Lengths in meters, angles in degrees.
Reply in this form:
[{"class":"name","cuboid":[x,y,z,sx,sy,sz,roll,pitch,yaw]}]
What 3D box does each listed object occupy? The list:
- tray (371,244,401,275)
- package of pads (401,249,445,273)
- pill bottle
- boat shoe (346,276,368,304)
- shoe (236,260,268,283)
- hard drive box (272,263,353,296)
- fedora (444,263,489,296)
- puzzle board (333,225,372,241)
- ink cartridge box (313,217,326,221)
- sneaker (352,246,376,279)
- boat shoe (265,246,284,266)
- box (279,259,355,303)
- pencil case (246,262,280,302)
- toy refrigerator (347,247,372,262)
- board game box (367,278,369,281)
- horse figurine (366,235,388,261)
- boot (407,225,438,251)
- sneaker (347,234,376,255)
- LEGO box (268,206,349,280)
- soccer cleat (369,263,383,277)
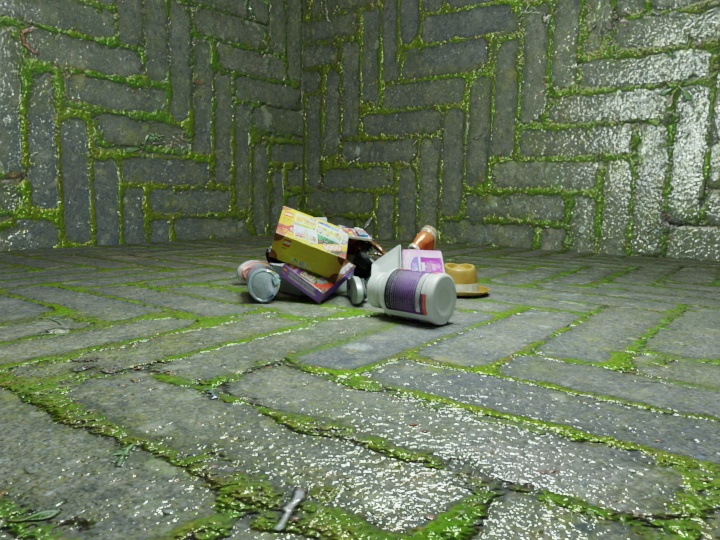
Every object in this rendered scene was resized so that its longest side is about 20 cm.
[{"class":"tray","cuboid":[0.075,0.012,1.706,0.106,0.022,0.202,-33,25,21]},{"class":"package of pads","cuboid":[0.167,0.018,1.645,0.116,0.078,0.202,1,29,2]},{"class":"pill bottle","cuboid":[0.112,0.055,1.421,0.196,0.116,0.110,7,9,40]},{"class":"boat shoe","cuboid":[-0.001,0.048,1.663,0.055,0.071,0.200,0,5,-8]},{"class":"shoe","cuboid":[-0.285,0.006,1.946,0.196,0.074,0.089,-1,3,-43]},{"class":"hard drive box","cuboid":[-0.138,0.021,1.825,0.196,0.080,0.153,-6,9,-41]},{"class":"fedora","cuboid":[0.289,0.024,1.824,0.193,0.085,0.201,2,6,0]},{"class":"puzzle board","cuboid":[-0.049,-0.117,1.847,0.145,0.018,0.200,8,9,-8]},{"class":"ink cartridge box","cuboid":[-0.171,-0.072,2.052,0.114,0.208,0.067,-5,8,-42]},{"class":"sneaker","cuboid":[0.000,0.000,1.875,0.076,0.088,0.201,42,-10,12]},{"class":"boat shoe","cuboid":[-0.195,-0.041,1.901,0.193,0.077,0.093,-6,14,-5]},{"class":"box","cuboid":[-0.113,0.000,1.694,0.135,0.040,0.200,33,32,10]},{"class":"pencil case","cuboid":[-0.267,0.028,1.686,0.090,0.084,0.200,-39,12,-7]},{"class":"toy refrigerator","cuboid":[-0.063,-0.048,2.007,0.193,0.079,0.070,-1,8,-10]},{"class":"board game box","cuboid":[-0.010,0.006,2.086,0.193,0.049,0.151,-2,8,-18]},{"class":"horse figurine","cuboid":[0.086,-0.013,1.873,0.050,0.202,0.131,-46,31,-17]},{"class":"boot","cuboid":[0.172,-0.022,1.808,0.074,0.204,0.107,22,47,28]},{"class":"sneaker","cuboid":[-0.044,-0.087,1.930,0.196,0.073,0.098,-14,41,-34]},{"class":"LEGO box","cuboid":[-0.136,-0.074,1.670,0.194,0.079,0.151,20,32,-10]},{"class":"soccer cleat","cuboid":[0.114,0.038,1.786,0.196,0.066,0.084,20,-24,36]}]
